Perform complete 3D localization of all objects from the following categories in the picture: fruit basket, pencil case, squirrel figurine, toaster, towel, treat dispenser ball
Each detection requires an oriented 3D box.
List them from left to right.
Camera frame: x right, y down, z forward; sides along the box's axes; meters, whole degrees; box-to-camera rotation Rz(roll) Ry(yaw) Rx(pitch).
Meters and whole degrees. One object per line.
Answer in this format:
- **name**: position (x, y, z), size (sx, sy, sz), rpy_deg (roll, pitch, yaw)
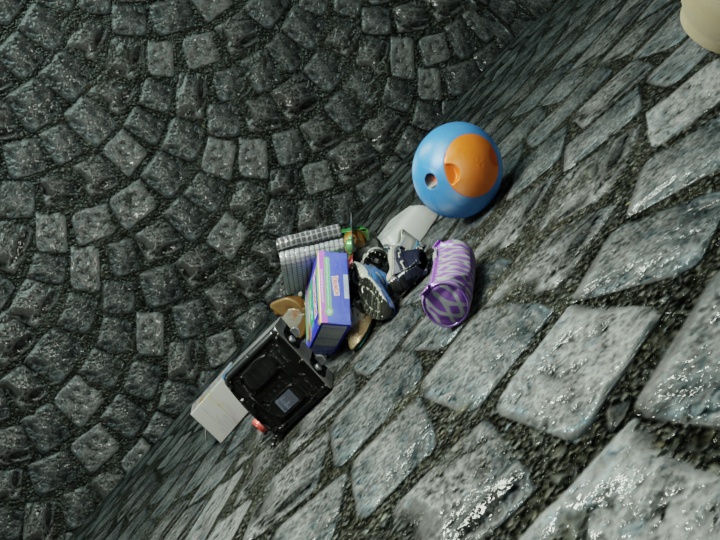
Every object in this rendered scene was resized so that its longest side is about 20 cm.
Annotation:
- **toaster**: position (-0.175, 0.231, 1.431), size (0.200, 0.181, 0.119), rpy_deg (-43, 6, 12)
- **squirrel figurine**: position (-0.177, 0.122, 2.163), size (0.197, 0.144, 0.187), rpy_deg (-31, 1, 9)
- **towel**: position (-0.115, -0.031, 1.613), size (0.161, 0.088, 0.201), rpy_deg (-14, -21, -6)
- **fruit basket**: position (-0.018, -0.028, 1.762), size (0.091, 0.190, 0.201), rpy_deg (-6, 26, 6)
- **pencil case**: position (0.149, 0.014, 1.122), size (0.084, 0.085, 0.201), rpy_deg (-44, 10, 24)
- **treat dispenser ball**: position (0.209, -0.216, 1.457), size (0.201, 0.201, 0.201), rpy_deg (-44, 9, 9)

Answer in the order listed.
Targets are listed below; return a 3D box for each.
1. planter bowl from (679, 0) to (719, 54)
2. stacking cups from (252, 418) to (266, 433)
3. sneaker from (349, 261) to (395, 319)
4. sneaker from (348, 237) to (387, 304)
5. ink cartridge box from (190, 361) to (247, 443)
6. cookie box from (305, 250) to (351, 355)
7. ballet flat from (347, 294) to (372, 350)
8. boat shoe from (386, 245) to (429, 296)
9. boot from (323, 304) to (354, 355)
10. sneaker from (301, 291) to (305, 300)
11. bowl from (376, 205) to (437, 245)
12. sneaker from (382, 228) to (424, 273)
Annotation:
- **planter bowl**: position (0.499, -0.370, 0.868), size (0.201, 0.198, 0.136), rpy_deg (-50, -17, -27)
- **stacking cups**: position (-0.178, 0.294, 1.593), size (0.202, 0.060, 0.060), rpy_deg (-56, 12, -19)
- **sneaker**: position (0.043, 0.039, 1.486), size (0.201, 0.087, 0.080), rpy_deg (-121, 36, -56)
- **sneaker**: position (0.000, 0.000, 1.629), size (0.201, 0.065, 0.092), rpy_deg (-53, 24, 32)
- **ink cartridge box**: position (-0.402, 0.393, 1.967), size (0.200, 0.125, 0.128), rpy_deg (-47, 9, -7)
- **cookie box**: position (-0.078, 0.078, 1.536), size (0.201, 0.073, 0.176), rpy_deg (118, 152, -61)
- **ballet flat**: position (0.000, 0.100, 1.520), size (0.070, 0.065, 0.201), rpy_deg (-39, 12, 31)
- **boat shoe**: position (0.114, -0.019, 1.519), size (0.092, 0.075, 0.201), rpy_deg (-35, 19, 19)
- **boot**: position (-0.091, 0.112, 1.684), size (0.067, 0.131, 0.201), rpy_deg (-39, 12, 37)
- **sneaker**: position (-0.115, 0.074, 1.836), size (0.080, 0.203, 0.074), rpy_deg (9, 49, 23)
- **bowl**: position (0.103, -0.091, 1.839), size (0.201, 0.074, 0.199), rpy_deg (-53, 10, -26)
- **sneaker**: position (0.065, -0.016, 1.654), size (0.201, 0.086, 0.075), rpy_deg (-51, 12, -11)
